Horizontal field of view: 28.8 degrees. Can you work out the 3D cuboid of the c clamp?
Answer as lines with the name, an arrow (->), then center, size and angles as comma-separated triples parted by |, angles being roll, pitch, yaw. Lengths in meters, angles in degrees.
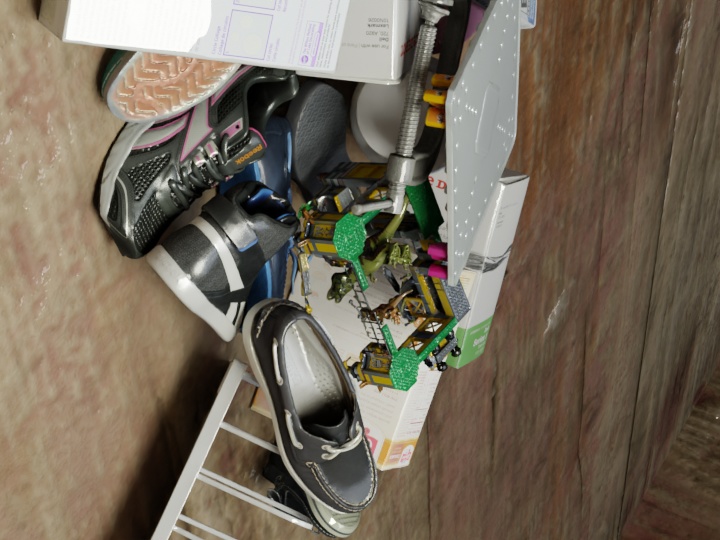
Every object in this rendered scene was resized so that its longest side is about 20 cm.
c clamp -> 0.051, -0.138, 1.082 | 0.171, 0.027, 0.202 | -5, 109, -71

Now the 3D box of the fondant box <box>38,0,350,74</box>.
fondant box -> -0.098, -0.214, 0.916 | 0.198, 0.058, 0.146 | 2, 111, -32

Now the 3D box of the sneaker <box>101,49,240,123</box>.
sneaker -> -0.114, -0.189, 1.008 | 0.200, 0.080, 0.071 | -43, 135, -5

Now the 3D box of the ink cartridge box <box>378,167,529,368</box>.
ink cartridge box -> 0.075, -0.023, 1.442 | 0.084, 0.145, 0.202 | -19, 127, -61

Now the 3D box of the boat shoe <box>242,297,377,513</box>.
boat shoe -> -0.030, 0.114, 1.126 | 0.074, 0.060, 0.201 | -28, 110, -25

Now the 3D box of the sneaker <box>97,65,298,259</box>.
sneaker -> -0.117, -0.095, 1.050 | 0.201, 0.086, 0.080 | -61, 153, -15

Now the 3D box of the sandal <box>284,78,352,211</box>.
sandal -> -0.045, -0.106, 1.262 | 0.076, 0.043, 0.200 | -53, 162, -17

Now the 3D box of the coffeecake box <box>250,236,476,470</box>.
coffeecake box -> 0.002, 0.069, 1.353 | 0.073, 0.153, 0.202 | 9, 102, -66

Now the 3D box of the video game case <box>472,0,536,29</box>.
video game case -> 0.110, -0.325, 1.187 | 0.182, 0.022, 0.202 | 12, 81, -59

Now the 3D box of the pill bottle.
pill bottle -> 0.048, -0.140, 1.271 | 0.200, 0.108, 0.110 | -29, 138, -82

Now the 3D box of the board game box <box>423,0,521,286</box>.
board game box -> 0.092, -0.124, 1.141 | 0.201, 0.026, 0.201 | 86, 22, -45

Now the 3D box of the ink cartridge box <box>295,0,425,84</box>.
ink cartridge box -> 0.004, -0.257, 1.094 | 0.145, 0.083, 0.202 | -53, 146, -70

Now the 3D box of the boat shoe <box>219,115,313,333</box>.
boat shoe -> -0.075, -0.033, 1.190 | 0.068, 0.084, 0.201 | -27, 137, -41

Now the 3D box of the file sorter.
file sorter -> -0.099, 0.196, 1.222 | 0.139, 0.124, 0.201 | 132, -17, -82

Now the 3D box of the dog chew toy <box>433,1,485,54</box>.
dog chew toy -> 0.069, -0.298, 1.247 | 0.124, 0.124, 0.202 | 38, 67, -65

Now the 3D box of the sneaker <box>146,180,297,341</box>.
sneaker -> -0.093, -0.010, 1.108 | 0.112, 0.073, 0.200 | -41, 171, -3

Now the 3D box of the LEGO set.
LEGO set -> 0.000, 0.000, 1.197 | 0.154, 0.115, 0.201 | -50, 127, -30

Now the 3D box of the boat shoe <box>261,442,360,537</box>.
boat shoe -> -0.052, 0.219, 1.366 | 0.075, 0.200, 0.062 | 41, 90, -21
